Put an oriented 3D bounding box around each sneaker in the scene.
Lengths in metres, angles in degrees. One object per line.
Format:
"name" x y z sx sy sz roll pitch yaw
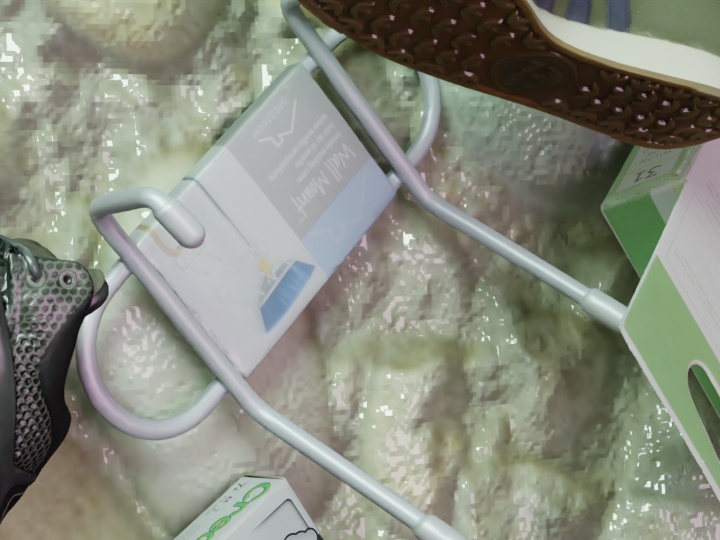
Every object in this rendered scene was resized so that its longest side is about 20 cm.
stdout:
"sneaker" -0.155 -0.006 0.711 0.114 0.076 0.200 -39 112 -31
"sneaker" 0.056 -0.113 0.794 0.199 0.067 0.091 19 62 -34

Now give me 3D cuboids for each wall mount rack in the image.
"wall mount rack" 0.000 0.000 0.810 0.174 0.074 0.200 51 61 -21

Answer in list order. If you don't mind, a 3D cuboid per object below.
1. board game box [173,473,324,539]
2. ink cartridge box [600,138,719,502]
"board game box" -0.069 0.182 0.782 0.200 0.035 0.127 -42 109 -28
"ink cartridge box" 0.144 0.027 0.885 0.146 0.048 0.200 58 39 -19
